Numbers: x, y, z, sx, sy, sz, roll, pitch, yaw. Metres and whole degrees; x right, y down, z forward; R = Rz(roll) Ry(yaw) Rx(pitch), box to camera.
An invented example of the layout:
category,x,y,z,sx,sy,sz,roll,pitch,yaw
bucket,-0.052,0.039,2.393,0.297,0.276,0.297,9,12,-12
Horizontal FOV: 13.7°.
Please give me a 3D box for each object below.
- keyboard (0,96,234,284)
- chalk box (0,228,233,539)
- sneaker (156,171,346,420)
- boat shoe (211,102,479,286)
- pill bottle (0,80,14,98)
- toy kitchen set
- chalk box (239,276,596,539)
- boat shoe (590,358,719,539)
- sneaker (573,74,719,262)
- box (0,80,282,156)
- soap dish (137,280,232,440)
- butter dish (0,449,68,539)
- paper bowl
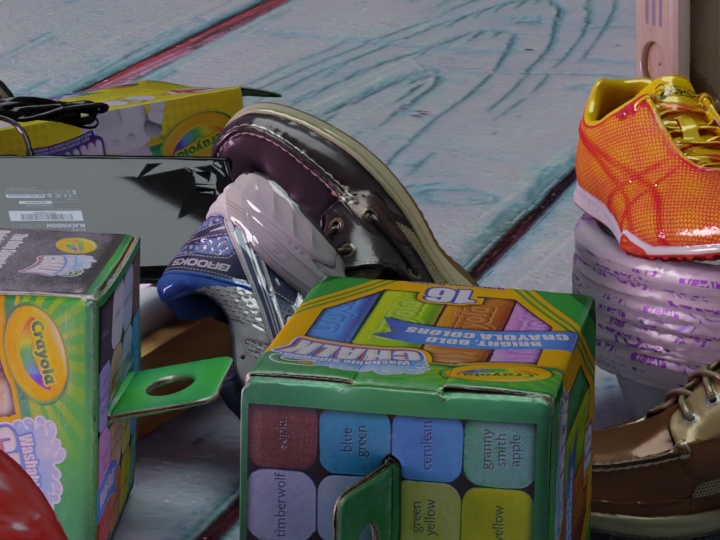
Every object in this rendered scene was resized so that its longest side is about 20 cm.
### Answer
category,x,y,z,sx,sy,sz,roll,pitch,yaw
keyboard,-0.155,-0.039,1.423,0.199,0.021,0.127,0,50,-20
chalk box,-0.157,0.053,1.293,0.199,0.124,0.124,4,14,4
sneaker,-0.016,0.051,1.364,0.085,0.077,0.200,-41,67,-11
boat shoe,0.000,0.000,1.459,0.200,0.073,0.065,43,32,5
pill bottle,-0.267,-0.054,1.709,0.111,0.112,0.200,4,15,9
toy kitchen set,0.210,-0.090,1.771,0.163,0.181,0.200,-6,12,-25
chalk box,0.022,0.088,1.178,0.123,0.125,0.200,4,16,9
boat shoe,0.165,0.075,1.344,0.199,0.074,0.076,-2,15,-15
sneaker,0.146,-0.049,1.407,0.073,0.077,0.200,-3,16,-20
box,-0.147,-0.064,1.538,0.199,0.049,0.117,-14,12,-27
soap dish,-0.168,0.029,1.464,0.199,0.082,0.157,8,16,20
butter dish,-0.180,0.103,1.045,0.199,0.148,0.200,-3,15,-22
paper bowl,0.202,0.027,1.471,0.200,0.105,0.201,2,15,0
